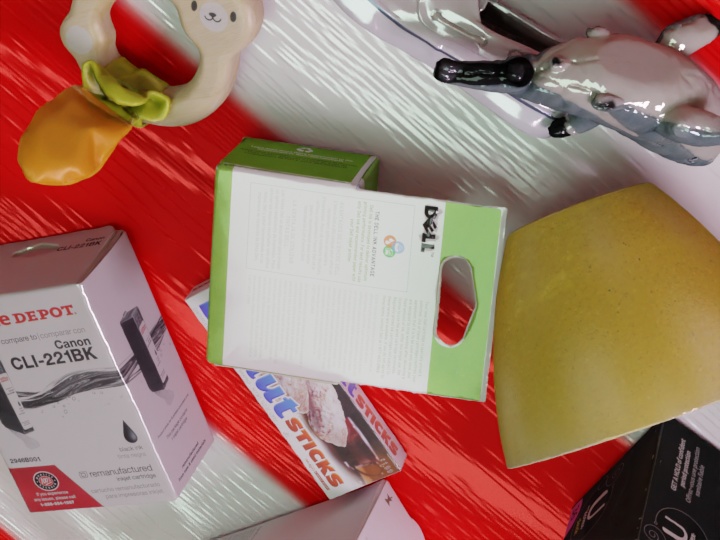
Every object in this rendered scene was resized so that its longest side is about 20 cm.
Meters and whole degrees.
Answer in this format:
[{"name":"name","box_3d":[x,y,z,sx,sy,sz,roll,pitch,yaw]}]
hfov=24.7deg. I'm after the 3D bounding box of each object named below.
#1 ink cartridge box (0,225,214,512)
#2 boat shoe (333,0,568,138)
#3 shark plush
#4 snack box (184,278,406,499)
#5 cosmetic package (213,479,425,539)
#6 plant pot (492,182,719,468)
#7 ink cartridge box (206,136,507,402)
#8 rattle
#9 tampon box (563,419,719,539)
[{"name":"ink cartridge box","box_3d":[-0.221,0.080,1.272,0.143,0.084,0.201,-8,117,24]},{"name":"boat shoe","box_3d":[0.061,-0.165,1.039,0.199,0.074,0.065,31,121,-13]},{"name":"shark plush","box_3d":[0.144,-0.097,1.006,0.198,0.092,0.083,-4,155,-21]},{"name":"snack box","box_3d":[-0.047,0.082,1.249,0.072,0.024,0.201,-25,109,29]},{"name":"cosmetic package","box_3d":[-0.043,0.256,1.319,0.199,0.085,0.108,-24,108,31]},{"name":"plant pot","box_3d":[0.165,0.027,1.060,0.199,0.199,0.143,-22,83,29]},{"name":"ink cartridge box","box_3d":[0.000,0.000,1.137,0.198,0.076,0.149,8,111,9]},{"name":"rattle","box_3d":[-0.131,-0.154,1.068,0.199,0.143,0.131,-22,93,36]},{"name":"tampon box","box_3d":[0.248,0.234,1.162,0.199,0.150,0.127,35,125,-3]}]
